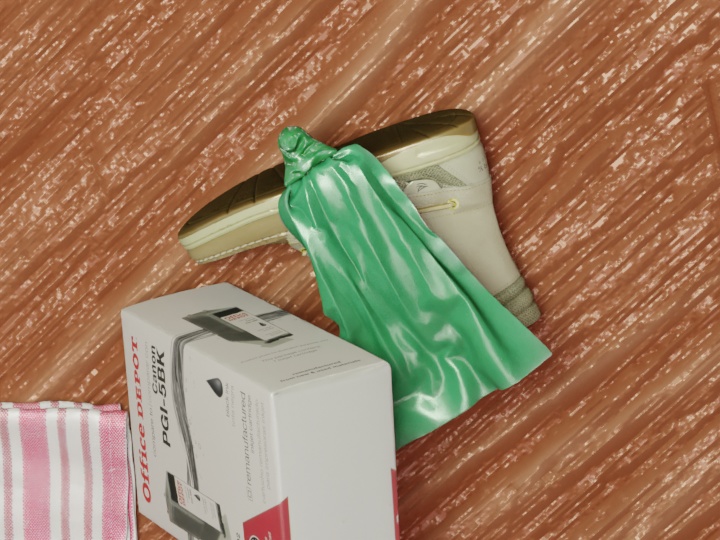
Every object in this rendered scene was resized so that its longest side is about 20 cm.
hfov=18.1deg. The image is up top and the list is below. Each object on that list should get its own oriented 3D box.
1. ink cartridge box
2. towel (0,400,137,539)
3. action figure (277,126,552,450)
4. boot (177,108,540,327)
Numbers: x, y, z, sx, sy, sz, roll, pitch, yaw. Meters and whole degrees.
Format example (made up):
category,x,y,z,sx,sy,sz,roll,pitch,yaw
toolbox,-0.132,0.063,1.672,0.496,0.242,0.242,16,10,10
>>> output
category,x,y,z,sx,sy,sz,roll,pitch,yaw
ink cartridge box,-0.064,0.105,1.378,0.083,0.200,0.147,-13,109,-29
towel,-0.248,0.158,1.493,0.200,0.030,0.147,0,106,1
action figure,0.012,-0.003,1.356,0.118,0.055,0.200,-32,100,7
boot,0.000,0.000,1.421,0.200,0.072,0.155,-19,109,6
